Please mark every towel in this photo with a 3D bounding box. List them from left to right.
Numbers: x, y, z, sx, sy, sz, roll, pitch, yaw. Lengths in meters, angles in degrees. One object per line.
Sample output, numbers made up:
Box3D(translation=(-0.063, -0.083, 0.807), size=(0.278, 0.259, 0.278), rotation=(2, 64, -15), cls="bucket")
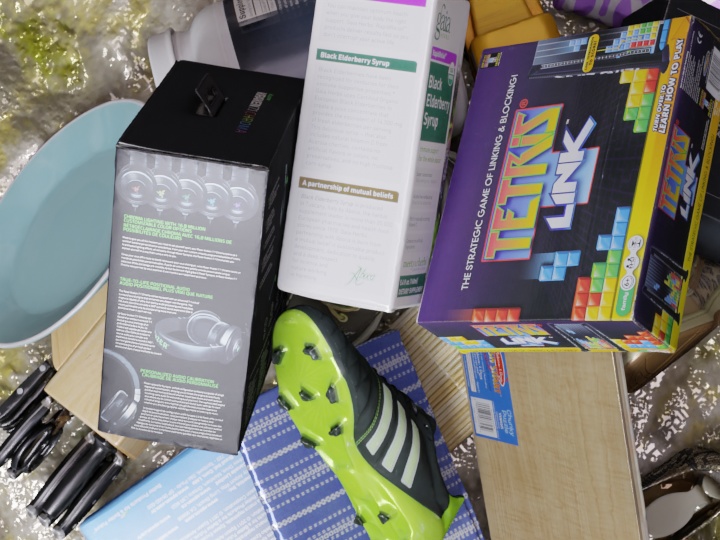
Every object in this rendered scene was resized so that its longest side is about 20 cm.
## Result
Box3D(translation=(0.003, 0.157, 1.107), size=(0.144, 0.024, 0.201), rotation=(-25, 97, -26), cls="towel")

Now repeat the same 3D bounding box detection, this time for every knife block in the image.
Box3D(translation=(-0.162, 0.093, 1.147), size=(0.198, 0.064, 0.177), rotation=(-8, 75, 2), cls="knife block")

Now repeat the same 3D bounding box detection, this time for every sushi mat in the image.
Box3D(translation=(0.059, 0.068, 1.131), size=(0.096, 0.012, 0.200), rotation=(47, 118, 4), cls="sushi mat")

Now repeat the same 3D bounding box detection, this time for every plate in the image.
Box3D(translation=(-0.202, -0.030, 1.135), size=(0.026, 0.200, 0.201), rotation=(38, 89, -37), cls="plate")

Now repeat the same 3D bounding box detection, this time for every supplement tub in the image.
Box3D(translation=(-0.035, -0.134, 1.132), size=(0.199, 0.140, 0.141), rotation=(-18, 85, 2), cls="supplement tub")

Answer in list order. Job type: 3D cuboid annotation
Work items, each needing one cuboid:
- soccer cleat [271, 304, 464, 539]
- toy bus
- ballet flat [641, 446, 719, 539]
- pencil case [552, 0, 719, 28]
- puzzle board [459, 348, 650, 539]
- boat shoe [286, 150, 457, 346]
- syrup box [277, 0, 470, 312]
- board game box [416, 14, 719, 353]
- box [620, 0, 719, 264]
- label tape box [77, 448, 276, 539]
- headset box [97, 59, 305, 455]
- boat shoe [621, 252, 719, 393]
Box3D(translation=(0.005, 0.099, 1.065), size=(0.081, 0.067, 0.201), rotation=(-46, 118, -40), cls="soccer cleat")
Box3D(translation=(0.123, -0.112, 1.153), size=(0.065, 0.078, 0.201), rotation=(-18, 86, 1), cls="toy bus")
Box3D(translation=(0.178, 0.188, 1.132), size=(0.199, 0.075, 0.068), rotation=(-33, 86, 1), cls="ballet flat")
Box3D(translation=(0.234, -0.202, 1.151), size=(0.199, 0.086, 0.084), rotation=(17, 52, 1), cls="pencil case")
Box3D(translation=(0.131, 0.132, 1.067), size=(0.017, 0.150, 0.201), rotation=(-18, 104, -34), cls="puzzle board")
Box3D(translation=(-0.002, -0.002, 1.109), size=(0.072, 0.060, 0.202), rotation=(46, 111, 9), cls="boat shoe")
Box3D(translation=(0.009, -0.081, 1.018), size=(0.081, 0.079, 0.201), rotation=(11, 95, 17), cls="syrup box")
Box3D(translation=(0.133, -0.051, 1.013), size=(0.165, 0.057, 0.201), rotation=(-3, 65, 41), cls="board game box")
Box3D(translation=(0.261, -0.081, 1.106), size=(0.199, 0.079, 0.142), rotation=(23, 73, -14), cls="box")
Box3D(translation=(-0.084, 0.219, 1.150), size=(0.143, 0.066, 0.201), rotation=(-34, 90, 0), cls="label tape box")
Box3D(translation=(-0.094, -0.020, 1.007), size=(0.092, 0.174, 0.201), rotation=(9, 115, 3), cls="headset box")
Box3D(translation=(0.201, 0.029, 1.093), size=(0.073, 0.200, 0.063), rotation=(-45, 78, 26), cls="boat shoe")
